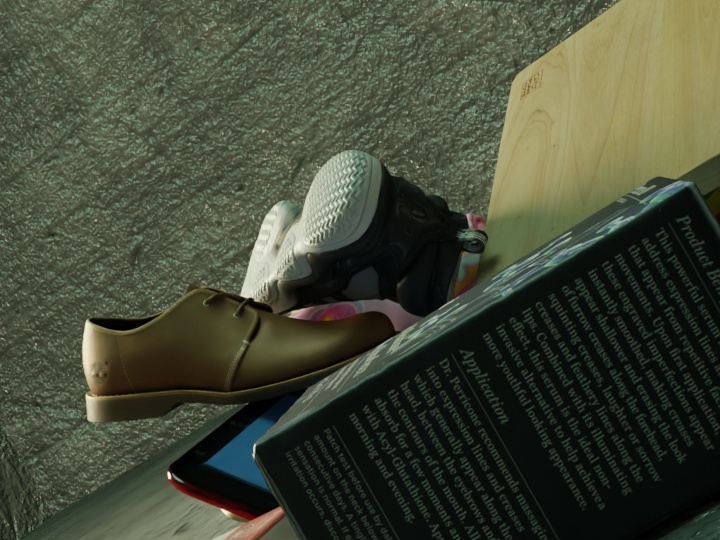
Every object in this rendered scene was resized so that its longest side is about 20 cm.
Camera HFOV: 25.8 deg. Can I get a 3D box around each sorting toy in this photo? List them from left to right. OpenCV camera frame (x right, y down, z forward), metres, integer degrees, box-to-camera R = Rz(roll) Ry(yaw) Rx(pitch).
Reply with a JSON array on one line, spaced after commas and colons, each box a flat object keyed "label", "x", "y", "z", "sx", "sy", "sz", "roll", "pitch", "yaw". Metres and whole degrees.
[{"label": "sorting toy", "x": 0.170, "y": -0.077, "z": 0.914, "sx": 0.198, "sy": 0.069, "sz": 0.201, "roll": -33, "pitch": 30, "yaw": 39}]

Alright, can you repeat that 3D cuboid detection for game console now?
[{"label": "game console", "x": 0.019, "y": 0.076, "z": 0.853, "sx": 0.172, "sy": 0.119, "sz": 0.200, "roll": -42, "pitch": -2, "yaw": 18}]

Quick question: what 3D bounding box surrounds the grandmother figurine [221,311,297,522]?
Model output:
[{"label": "grandmother figurine", "x": -0.051, "y": 0.081, "z": 1.123, "sx": 0.120, "sy": 0.202, "sz": 0.060, "roll": 8, "pitch": 18, "yaw": -35}]

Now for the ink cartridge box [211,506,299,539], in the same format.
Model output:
[{"label": "ink cartridge box", "x": -0.110, "y": 0.194, "z": 0.751, "sx": 0.199, "sy": 0.068, "sz": 0.116, "roll": -30, "pitch": 1, "yaw": 29}]

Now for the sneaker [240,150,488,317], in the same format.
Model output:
[{"label": "sneaker", "x": 0.000, "y": 0.000, "z": 0.963, "sx": 0.200, "sy": 0.113, "sz": 0.076, "roll": -38, "pitch": 34, "yaw": 60}]

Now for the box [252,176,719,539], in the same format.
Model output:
[{"label": "box", "x": 0.073, "y": 0.057, "z": 0.656, "sx": 0.199, "sy": 0.108, "sz": 0.148, "roll": -31, "pitch": 0, "yaw": 7}]

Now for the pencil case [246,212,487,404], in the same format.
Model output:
[{"label": "pencil case", "x": 0.014, "y": 0.044, "z": 1.033, "sx": 0.199, "sy": 0.088, "sz": 0.087, "roll": -31, "pitch": 1, "yaw": 12}]

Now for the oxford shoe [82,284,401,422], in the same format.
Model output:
[{"label": "oxford shoe", "x": -0.073, "y": 0.041, "z": 0.929, "sx": 0.197, "sy": 0.072, "sz": 0.071, "roll": -8, "pitch": 4, "yaw": 7}]
